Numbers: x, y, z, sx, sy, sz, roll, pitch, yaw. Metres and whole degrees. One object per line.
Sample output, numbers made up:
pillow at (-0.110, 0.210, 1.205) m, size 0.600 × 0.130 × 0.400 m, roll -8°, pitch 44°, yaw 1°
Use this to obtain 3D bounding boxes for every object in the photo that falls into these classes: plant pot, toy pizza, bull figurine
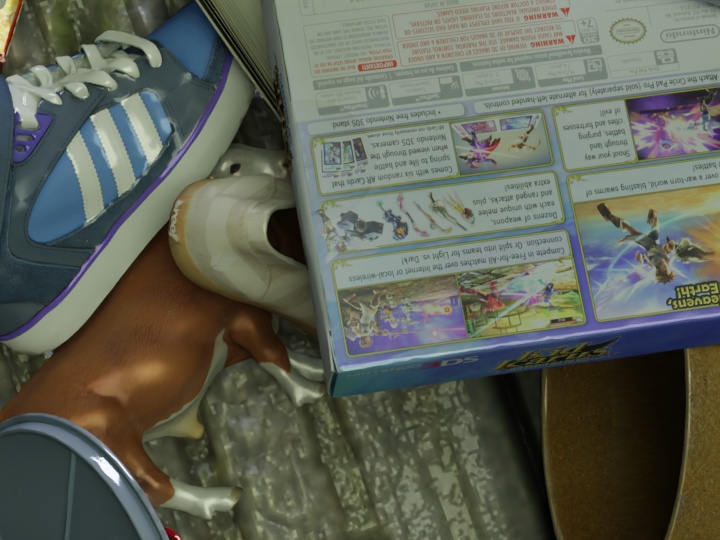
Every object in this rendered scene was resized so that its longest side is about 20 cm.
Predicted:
plant pot at (0.206, 0.061, 1.061) m, size 0.199 × 0.186 × 0.187 m, roll 1°, pitch 83°, yaw -15°
toy pizza at (-0.117, 0.158, 0.975) m, size 0.032 × 0.200 × 0.201 m, roll -11°, pitch 85°, yaw -39°
bull figurine at (-0.081, 0.037, 1.057) m, size 0.121 × 0.065 × 0.200 m, roll 42°, pitch 76°, yaw -7°

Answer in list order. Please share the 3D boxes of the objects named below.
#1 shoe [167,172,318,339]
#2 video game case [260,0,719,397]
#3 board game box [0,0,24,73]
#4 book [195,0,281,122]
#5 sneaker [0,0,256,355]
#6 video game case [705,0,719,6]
shoe at (0.000, 0.000, 1.038) m, size 0.200 × 0.053 × 0.070 m, roll 15°, pitch 71°, yaw -48°
video game case at (0.070, -0.050, 0.952) m, size 0.199 × 0.045 × 0.182 m, roll -7°, pitch 71°, yaw -7°
board game box at (-0.208, -0.209, 1.066) m, size 0.151 × 0.046 × 0.200 m, roll 19°, pitch 79°, yaw -11°
book at (0.010, -0.086, 1.048) m, size 0.048 × 0.134 × 0.200 m, roll -40°, pitch 76°, yaw 28°
sneaker at (-0.144, -0.076, 1.014) m, size 0.146 × 0.081 × 0.200 m, roll 41°, pitch 78°, yaw -32°
video game case at (0.129, -0.212, 0.956) m, size 0.200 × 0.022 × 0.182 m, roll 19°, pitch 76°, yaw -10°
